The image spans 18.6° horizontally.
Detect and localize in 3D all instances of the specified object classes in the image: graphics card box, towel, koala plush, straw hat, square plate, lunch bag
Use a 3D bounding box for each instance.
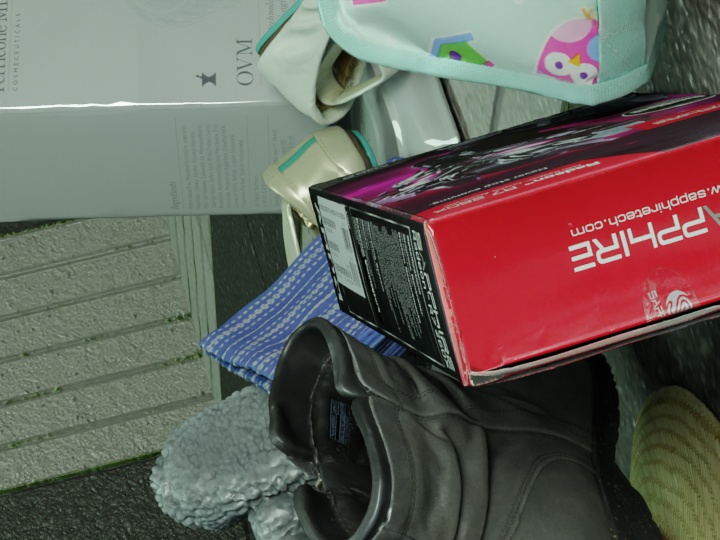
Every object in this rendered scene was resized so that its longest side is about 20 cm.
[{"bbox_3d":[0.062,-0.016,0.669,0.200,0.125,0.051,-157,50,-80],"label":"graphics card box"},{"bbox_3d":[0.000,0.000,1.012,0.024,0.145,0.200,47,170,-16],"label":"towel"},{"bbox_3d":[0.032,0.132,1.090,0.178,0.183,0.200,55,-178,30],"label":"koala plush"},{"bbox_3d":[0.096,0.142,0.817,0.201,0.085,0.202,166,90,-81],"label":"straw hat"},{"bbox_3d":[0.014,-0.082,1.208,0.201,0.028,0.199,89,166,-55],"label":"square plate"},{"bbox_3d":[0.030,-0.161,0.693,0.200,0.121,0.171,-129,28,-52],"label":"lunch bag"}]

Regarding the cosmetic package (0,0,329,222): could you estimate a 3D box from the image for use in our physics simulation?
[{"bbox_3d":[-0.120,-0.144,1.278,0.123,0.198,0.201,90,177,-60],"label":"cosmetic package"}]

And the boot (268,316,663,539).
[{"bbox_3d":[0.027,0.047,0.777,0.070,0.131,0.200,-56,24,15],"label":"boot"}]

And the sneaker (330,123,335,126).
[{"bbox_3d":[-0.056,-0.118,1.432,0.200,0.076,0.112,-138,29,-68],"label":"sneaker"}]

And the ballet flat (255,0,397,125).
[{"bbox_3d":[0.003,-0.130,1.074,0.200,0.069,0.070,130,127,-62],"label":"ballet flat"}]

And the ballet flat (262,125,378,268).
[{"bbox_3d":[0.003,0.019,1.167,0.069,0.069,0.201,-125,11,-68],"label":"ballet flat"}]
